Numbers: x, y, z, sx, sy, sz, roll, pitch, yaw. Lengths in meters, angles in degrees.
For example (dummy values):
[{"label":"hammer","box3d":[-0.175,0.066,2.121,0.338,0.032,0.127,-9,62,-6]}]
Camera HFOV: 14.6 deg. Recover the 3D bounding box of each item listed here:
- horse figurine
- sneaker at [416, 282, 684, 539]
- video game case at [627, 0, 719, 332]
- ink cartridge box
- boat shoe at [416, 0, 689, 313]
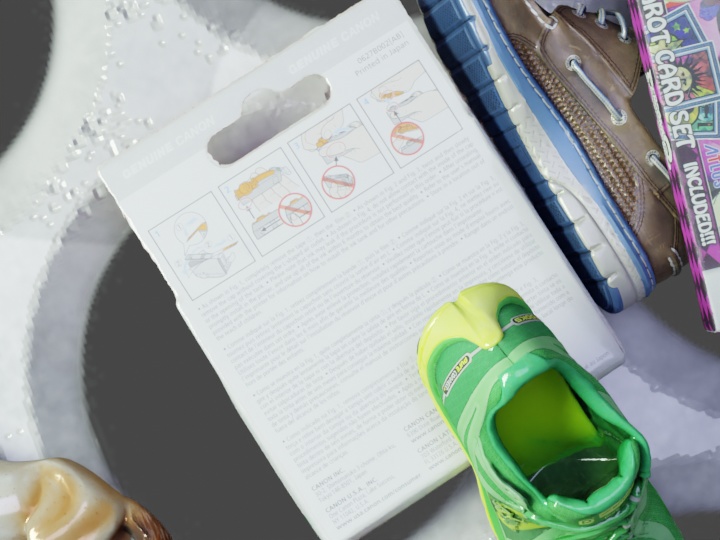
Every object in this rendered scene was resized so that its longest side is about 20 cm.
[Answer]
[{"label":"horse figurine","box3d":[-0.160,0.120,1.227,0.199,0.050,0.133,11,66,6]},{"label":"sneaker","box3d":[0.089,0.094,1.206,0.074,0.084,0.200,-38,124,-3]},{"label":"video game case","box3d":[0.216,-0.090,1.228,0.181,0.036,0.201,-13,93,-2]},{"label":"ink cartridge box","box3d":[0.000,0.000,1.259,0.161,0.050,0.200,-32,85,-6]},{"label":"boat shoe","box3d":[0.091,-0.083,1.266,0.072,0.072,0.200,-31,97,-11]}]
